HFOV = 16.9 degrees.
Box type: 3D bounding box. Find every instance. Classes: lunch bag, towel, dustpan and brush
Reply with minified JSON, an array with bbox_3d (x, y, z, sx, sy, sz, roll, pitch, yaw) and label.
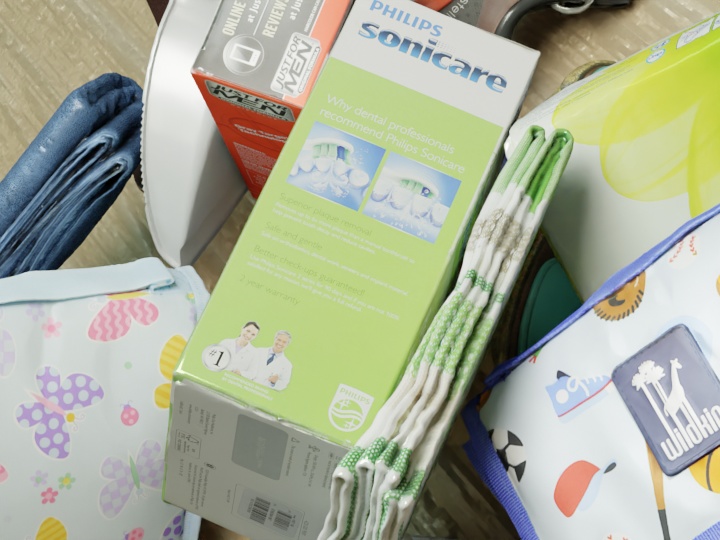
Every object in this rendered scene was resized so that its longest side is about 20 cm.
[{"bbox_3d":[-0.165,0.082,1.172,0.127,0.169,0.200,54,143,44],"label":"lunch bag"},{"bbox_3d":[-0.176,-0.011,1.246,0.200,0.049,0.112,-50,3,16],"label":"towel"},{"bbox_3d":[0.158,0.077,0.896,0.170,0.200,0.124,-38,8,22],"label":"lunch bag"},{"bbox_3d":[-0.079,-0.117,1.204,0.057,0.200,0.140,19,39,11],"label":"dustpan and brush"},{"bbox_3d":[0.023,0.051,0.929,0.149,0.031,0.200,110,-175,-48],"label":"towel"}]

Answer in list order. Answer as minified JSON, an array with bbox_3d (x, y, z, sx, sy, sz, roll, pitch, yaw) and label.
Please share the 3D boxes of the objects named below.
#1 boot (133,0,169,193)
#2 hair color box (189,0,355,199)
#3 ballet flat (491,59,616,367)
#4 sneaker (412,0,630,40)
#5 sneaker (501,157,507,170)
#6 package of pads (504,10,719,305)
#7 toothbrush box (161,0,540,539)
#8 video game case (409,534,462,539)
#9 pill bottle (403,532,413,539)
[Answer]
[{"bbox_3d":[-0.095,-0.144,1.297,0.200,0.166,0.072,-47,44,10],"label":"boot"},{"bbox_3d":[-0.023,-0.098,1.186,0.061,0.200,0.102,20,79,11],"label":"hair color box"},{"bbox_3d":[0.094,-0.002,1.129,0.071,0.071,0.200,-6,63,39],"label":"ballet flat"},{"bbox_3d":[0.116,-0.173,1.211,0.200,0.082,0.077,-41,3,-6],"label":"sneaker"},{"bbox_3d":[0.000,0.001,1.181,0.199,0.081,0.115,-49,-7,-29],"label":"sneaker"},{"bbox_3d":[0.166,-0.005,0.981,0.154,0.068,0.200,-26,95,28],"label":"package of pads"},{"bbox_3d":[-0.006,0.005,1.028,0.086,0.146,0.200,21,63,4],"label":"toothbrush box"},{"bbox_3d":[0.014,0.218,1.094,0.182,0.024,0.200,0,66,41],"label":"video game case"},{"bbox_3d":[0.048,0.196,0.972,0.200,0.112,0.112,43,98,27],"label":"pill bottle"}]
